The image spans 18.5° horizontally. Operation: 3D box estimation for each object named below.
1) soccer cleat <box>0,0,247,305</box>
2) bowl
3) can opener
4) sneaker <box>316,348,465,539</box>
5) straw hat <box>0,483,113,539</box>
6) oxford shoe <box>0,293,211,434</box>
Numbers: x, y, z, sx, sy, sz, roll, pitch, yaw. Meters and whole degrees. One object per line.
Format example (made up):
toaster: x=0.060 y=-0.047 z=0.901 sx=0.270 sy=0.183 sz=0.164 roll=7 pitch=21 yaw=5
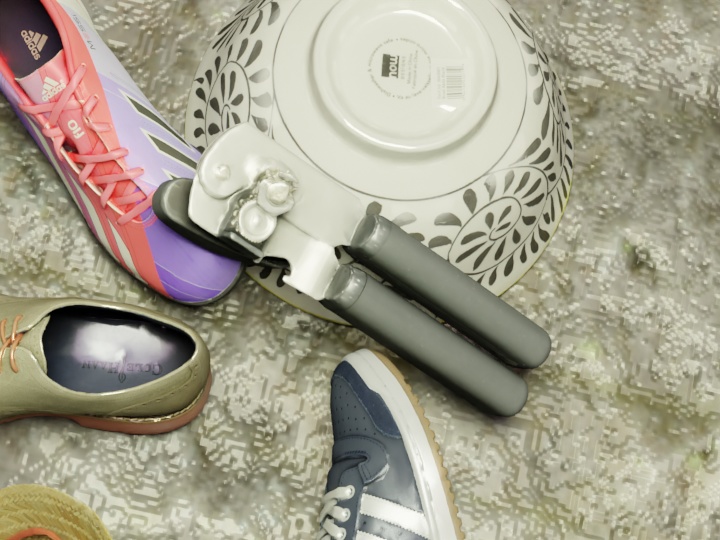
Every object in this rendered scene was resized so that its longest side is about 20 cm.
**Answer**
soccer cleat: x=-0.127 y=-0.067 z=1.046 sx=0.068 sy=0.073 sz=0.201 roll=-37 pitch=77 yaw=8
bowl: x=0.015 y=-0.081 z=1.067 sx=0.199 sy=0.094 sz=0.202 roll=2 pitch=72 yaw=-6
can opener: x=0.000 y=0.000 z=1.019 sx=0.199 sy=0.066 sz=0.053 roll=32 pitch=76 yaw=-19
sneaker: x=-0.008 y=0.140 z=1.001 sx=0.108 sy=0.070 sz=0.201 roll=-14 pitch=77 yaw=-14
straw hat: x=-0.131 y=0.200 z=0.953 sx=0.085 sy=0.200 sz=0.203 roll=23 pitch=62 yaw=-45
oxford shoe: x=-0.166 y=0.035 z=1.014 sx=0.198 sy=0.074 sz=0.071 roll=-2 pitch=71 yaw=-8
